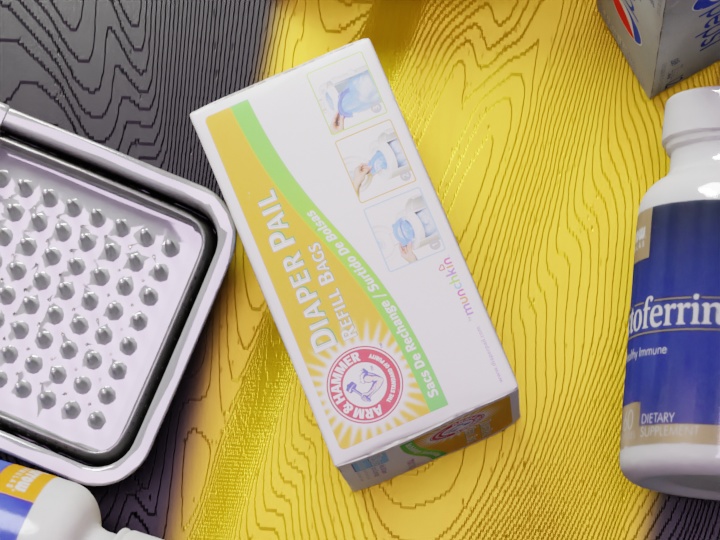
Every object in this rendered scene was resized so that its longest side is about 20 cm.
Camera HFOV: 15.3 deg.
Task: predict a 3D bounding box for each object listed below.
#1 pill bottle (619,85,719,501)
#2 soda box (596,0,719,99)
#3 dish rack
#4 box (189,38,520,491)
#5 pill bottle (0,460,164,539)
[{"bbox_3d":[0.196,0.013,1.368,0.115,0.116,0.201,4,78,5],"label":"pill bottle"},{"bbox_3d":[0.165,-0.156,1.360,0.068,0.200,0.064,-29,77,-3],"label":"soda box"},{"bbox_3d":[-0.179,0.011,1.431,0.199,0.044,0.172,22,80,8],"label":"dish rack"},{"bbox_3d":[0.000,0.000,1.386,0.101,0.113,0.201,-23,79,0],"label":"box"},{"bbox_3d":[-0.199,0.150,1.369,0.199,0.112,0.113,15,80,7],"label":"pill bottle"}]
